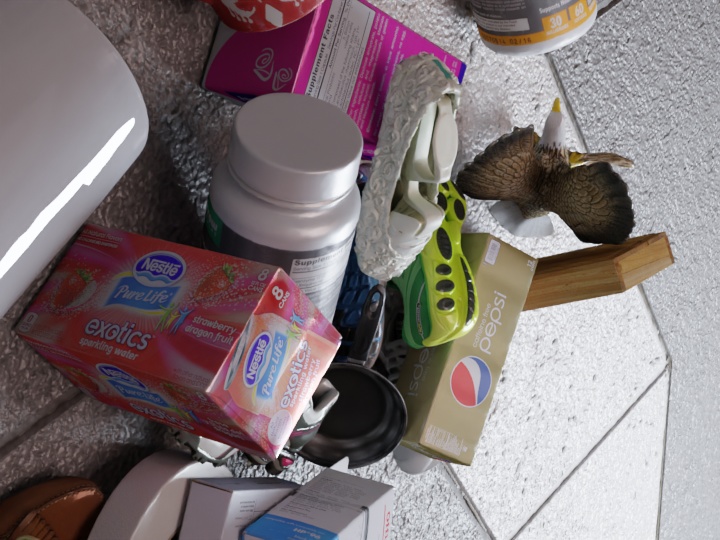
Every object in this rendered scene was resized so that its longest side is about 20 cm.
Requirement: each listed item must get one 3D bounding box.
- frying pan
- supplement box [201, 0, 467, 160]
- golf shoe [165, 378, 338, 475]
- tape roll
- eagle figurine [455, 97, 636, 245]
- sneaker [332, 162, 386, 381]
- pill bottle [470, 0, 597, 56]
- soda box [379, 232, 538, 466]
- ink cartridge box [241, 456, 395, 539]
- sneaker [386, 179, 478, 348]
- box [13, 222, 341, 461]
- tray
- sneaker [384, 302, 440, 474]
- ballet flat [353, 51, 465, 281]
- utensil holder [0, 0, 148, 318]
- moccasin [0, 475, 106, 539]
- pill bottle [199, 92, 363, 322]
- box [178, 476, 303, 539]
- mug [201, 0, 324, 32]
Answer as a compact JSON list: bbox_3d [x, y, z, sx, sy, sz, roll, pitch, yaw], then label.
[{"bbox_3d":[-0.022,0.092,1.207,0.031,0.114,0.191,-86,167,-59],"label":"frying pan"},{"bbox_3d":[-0.017,-0.159,1.141,0.200,0.101,0.104,22,83,-50],"label":"supplement box"},{"bbox_3d":[-0.092,0.104,1.110,0.088,0.077,0.200,-42,157,12],"label":"golf shoe"},{"bbox_3d":[-0.154,0.240,1.090,0.203,0.037,0.204,12,90,-68],"label":"tape roll"},{"bbox_3d":[0.179,-0.089,1.349,0.151,0.151,0.200,62,17,-15],"label":"eagle figurine"},{"bbox_3d":[0.000,0.000,1.234,0.087,0.075,0.201,-37,136,-62],"label":"sneaker"},{"bbox_3d":[0.143,-0.308,1.288,0.116,0.116,0.201,-46,132,-33],"label":"pill bottle"},{"bbox_3d":[0.089,0.070,1.273,0.064,0.068,0.201,27,77,-29],"label":"soda box"},{"bbox_3d":[-0.027,0.238,1.153,0.200,0.067,0.117,-26,125,-65],"label":"ink cartridge box"},{"bbox_3d":[0.051,-0.020,1.258,0.074,0.083,0.201,29,43,-35],"label":"sneaker"},{"bbox_3d":[-0.128,0.045,0.980,0.103,0.199,0.095,-59,138,-21],"label":"box"},{"bbox_3d":[0.192,0.007,1.365,0.098,0.199,0.037,-23,96,-45],"label":"tray"},{"bbox_3d":[0.054,0.090,1.330,0.080,0.076,0.201,18,79,-42],"label":"sneaker"},{"bbox_3d":[0.041,-0.071,1.114,0.072,0.072,0.201,-23,131,-46],"label":"ballet flat"},{"bbox_3d":[-0.245,-0.060,0.835,0.200,0.169,0.170,-53,135,-29],"label":"utensil holder"},{"bbox_3d":[-0.249,0.211,0.971,0.201,0.077,0.074,-31,122,-46],"label":"moccasin"},{"bbox_3d":[-0.063,-0.025,1.057,0.113,0.113,0.201,-33,149,-41],"label":"pill bottle"},{"bbox_3d":[-0.106,0.266,1.117,0.156,0.041,0.201,21,82,-68],"label":"box"},{"bbox_3d":[-0.115,-0.272,0.992,0.134,0.177,0.200,-90,157,-44],"label":"mug"}]
